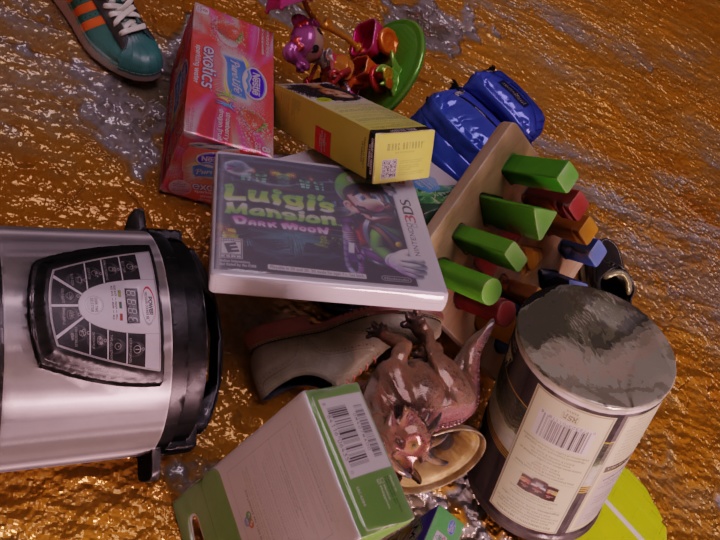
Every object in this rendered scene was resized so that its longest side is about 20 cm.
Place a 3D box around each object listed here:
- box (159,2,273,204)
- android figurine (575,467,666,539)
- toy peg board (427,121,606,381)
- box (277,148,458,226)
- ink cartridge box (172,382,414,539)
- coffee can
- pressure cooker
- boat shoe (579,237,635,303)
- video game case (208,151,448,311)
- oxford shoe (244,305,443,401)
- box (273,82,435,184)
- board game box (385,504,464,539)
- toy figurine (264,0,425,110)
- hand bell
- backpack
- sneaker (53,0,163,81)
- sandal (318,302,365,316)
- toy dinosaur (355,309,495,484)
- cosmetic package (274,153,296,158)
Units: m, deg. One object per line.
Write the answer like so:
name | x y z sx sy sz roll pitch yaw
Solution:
box | -0.154 -0.179 0.842 0.100 0.095 0.204 14 51 -24
android figurine | 0.248 0.278 0.801 0.182 0.041 0.199 45 48 5
toy peg board | 0.170 -0.004 0.780 0.199 0.097 0.202 44 79 -33
box | 0.002 -0.080 0.787 0.197 0.037 0.144 -23 51 -38
ink cartridge box | -0.059 0.179 0.578 0.058 0.200 0.106 0 57 -47
coffee can | 0.192 0.138 0.731 0.142 0.203 0.148 6 40 -5
pressure cooker | -0.200 0.053 0.588 0.196 0.180 0.179 2 27 -32
boat shoe | 0.336 0.025 1.027 0.071 0.066 0.203 31 46 -8
video game case | -0.033 -0.040 0.677 0.194 0.024 0.184 5 38 -13
oxford shoe | -0.010 0.082 0.741 0.194 0.071 0.077 -10 67 -5
box | -0.013 -0.146 0.781 0.074 0.051 0.199 -11 31 -34
board game box | 0.001 0.285 0.574 0.029 0.135 0.201 37 45 -1
toy figurine | -0.038 -0.263 0.917 0.182 0.148 0.205 29 68 -39
hand bell | 0.041 0.110 0.781 0.102 0.105 0.202 5 42 -29
backpack | 0.131 -0.156 0.940 0.162 0.169 0.199 40 28 9
sneaker | -0.288 -0.303 0.856 0.201 0.080 0.071 49 46 7
sandal | 0.001 0.000 0.844 0.074 0.049 0.202 21 34 3
toy dinosaur | 0.055 0.112 0.661 0.196 0.087 0.136 -15 45 -31
cosmetic package | 0.000 -0.058 0.835 0.148 0.053 0.201 -6 42 -33
